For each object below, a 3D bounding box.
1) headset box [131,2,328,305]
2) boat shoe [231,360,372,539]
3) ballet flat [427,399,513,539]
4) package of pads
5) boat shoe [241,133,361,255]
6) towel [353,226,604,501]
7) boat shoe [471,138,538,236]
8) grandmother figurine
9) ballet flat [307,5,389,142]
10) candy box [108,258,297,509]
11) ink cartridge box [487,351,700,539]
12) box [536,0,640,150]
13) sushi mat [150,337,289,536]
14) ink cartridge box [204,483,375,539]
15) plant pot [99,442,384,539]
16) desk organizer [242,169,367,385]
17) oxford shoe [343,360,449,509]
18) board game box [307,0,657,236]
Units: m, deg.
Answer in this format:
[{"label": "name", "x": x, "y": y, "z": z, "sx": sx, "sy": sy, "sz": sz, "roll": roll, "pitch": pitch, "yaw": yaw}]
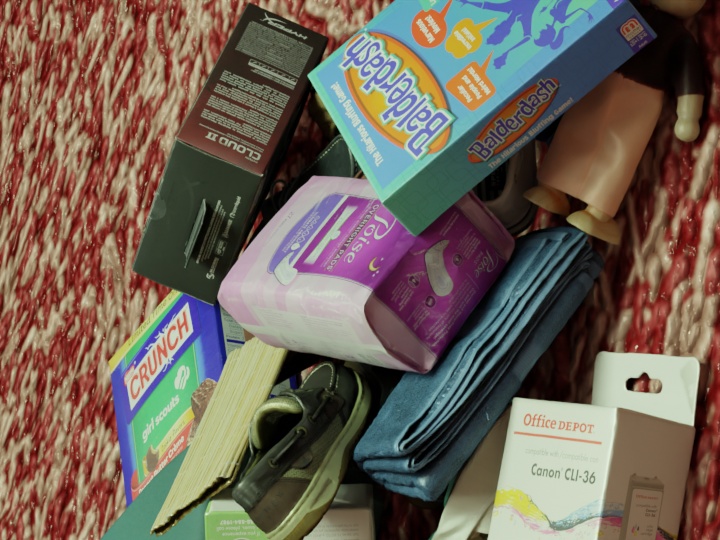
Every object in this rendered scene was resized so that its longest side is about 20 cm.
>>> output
[{"label": "headset box", "x": -0.103, "y": -0.085, "z": 1.925, "sx": 0.201, "sy": 0.077, "sz": 0.149, "roll": -69, "pitch": 1, "yaw": -47}, {"label": "boat shoe", "x": -0.041, "y": 0.109, "z": 1.670, "sx": 0.073, "sy": 0.065, "sz": 0.200, "roll": -43, "pitch": 14, "yaw": 22}, {"label": "ballet flat", "x": 0.080, "y": 0.176, "z": 1.648, "sx": 0.201, "sy": 0.069, "sz": 0.070, "roll": -62, "pitch": 33, "yaw": 27}, {"label": "package of pads", "x": 0.000, "y": 0.000, "z": 1.670, "sx": 0.121, "sy": 0.076, "sz": 0.199, "roll": -53, "pitch": 28, "yaw": -18}, {"label": "boat shoe", "x": -0.040, "y": -0.037, "z": 1.895, "sx": 0.200, "sy": 0.062, "sz": 0.075, "roll": -55, "pitch": 46, "yaw": 44}, {"label": "towel", "x": 0.073, "y": 0.056, "z": 1.628, "sx": 0.201, "sy": 0.048, "sz": 0.112, "roll": -53, "pitch": 15, "yaw": -14}, {"label": "boat shoe", "x": 0.086, "y": -0.125, "z": 1.670, "sx": 0.073, "sy": 0.067, "sz": 0.202, "roll": -14, "pitch": 71, "yaw": 8}, {"label": "grandmother figurine", "x": 0.174, "y": -0.126, "z": 1.609, "sx": 0.121, "sy": 0.061, "sz": 0.201, "roll": 29, "pitch": 99, "yaw": 13}, {"label": "ballet flat", "x": 0.015, "y": -0.136, "z": 1.861, "sx": 0.200, "sy": 0.067, "sz": 0.073, "roll": -38, "pitch": 68, "yaw": 60}, {"label": "candy box", "x": -0.123, "y": 0.115, "z": 1.982, "sx": 0.169, "sy": 0.077, "sz": 0.201, "roll": -47, "pitch": 40, "yaw": 39}, {"label": "ink cartridge box", "x": 0.140, "y": 0.145, "z": 1.546, "sx": 0.116, "sy": 0.067, "sz": 0.202, "roll": 0, "pitch": 78, "yaw": 58}, {"label": "box", "x": 0.141, "y": -0.177, "z": 1.716, "sx": 0.121, "sy": 0.032, "sz": 0.201, "roll": -45, "pitch": 43, "yaw": 40}, {"label": "sushi mat", "x": -0.092, "y": 0.102, "z": 1.773, "sx": 0.096, "sy": 0.012, "sz": 0.201, "roll": -40, "pitch": 18, "yaw": 37}, {"label": "ink cartridge box", "x": -0.045, "y": 0.253, "z": 1.715, "sx": 0.067, "sy": 0.116, "sz": 0.202, "roll": -87, "pitch": -4, "yaw": -80}, {"label": "plant pot", "x": -0.082, "y": 0.206, "z": 1.827, "sx": 0.200, "sy": 0.141, "sz": 0.142, "roll": -53, "pitch": 37, "yaw": 18}, {"label": "desk organizer", "x": -0.009, "y": 0.013, "z": 1.845, "sx": 0.200, "sy": 0.071, "sz": 0.077, "roll": -48, "pitch": 43, "yaw": 38}, {"label": "oxford shoe", "x": 0.028, "y": 0.119, "z": 1.746, "sx": 0.200, "sy": 0.072, "sz": 0.085, "roll": -112, "pitch": 43, "yaw": -62}, {"label": "board game box", "x": 0.074, "y": -0.138, "z": 1.603, "sx": 0.200, "sy": 0.045, "sz": 0.152, "roll": -40, "pitch": 42, "yaw": 9}]
